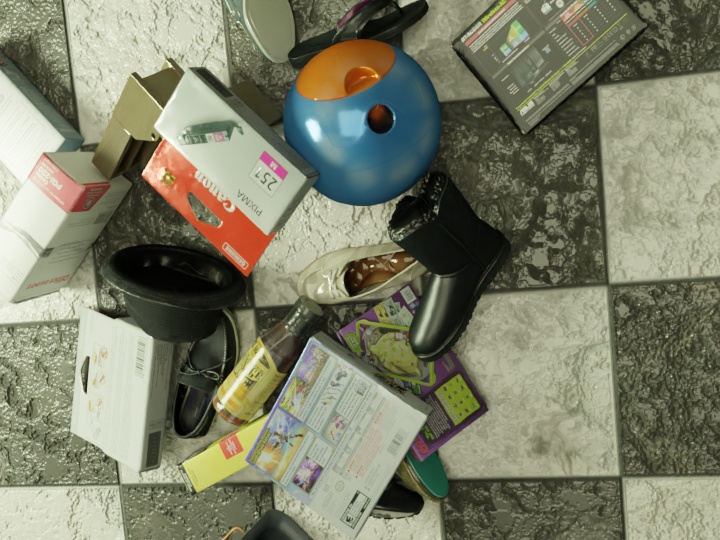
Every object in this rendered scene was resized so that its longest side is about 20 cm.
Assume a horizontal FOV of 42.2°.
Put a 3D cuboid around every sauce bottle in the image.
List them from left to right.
[{"bbox_3d":[-0.126,0.122,1.280,0.066,0.066,0.201,38,103,7],"label":"sauce bottle"}]

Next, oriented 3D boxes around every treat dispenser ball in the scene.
[{"bbox_3d":[0.003,-0.182,1.159,0.196,0.201,0.206,2,97,14],"label":"treat dispenser ball"}]

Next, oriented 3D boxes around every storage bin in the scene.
[{"bbox_3d":[-0.158,0.443,1.282,0.145,0.200,0.135,42,113,6],"label":"storage bin"}]

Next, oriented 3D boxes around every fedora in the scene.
[{"bbox_3d":[-0.256,0.039,1.268,0.197,0.201,0.093,15,112,12],"label":"fedora"}]

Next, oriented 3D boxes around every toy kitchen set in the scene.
[{"bbox_3d":[-0.222,-0.163,1.280,0.200,0.163,0.181,47,132,5],"label":"toy kitchen set"}]

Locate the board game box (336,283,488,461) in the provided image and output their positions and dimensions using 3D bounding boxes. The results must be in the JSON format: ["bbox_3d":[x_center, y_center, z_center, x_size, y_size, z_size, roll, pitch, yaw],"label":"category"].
[{"bbox_3d":[0.070,0.134,1.240,0.119,0.032,0.202,-31,87,-20],"label":"board game box"}]

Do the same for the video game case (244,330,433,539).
[{"bbox_3d":[-0.030,0.213,1.213,0.180,0.045,0.202,32,106,9],"label":"video game case"}]

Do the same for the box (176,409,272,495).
[{"bbox_3d":[-0.159,0.244,1.315,0.198,0.075,0.051,-29,89,16],"label":"box"}]

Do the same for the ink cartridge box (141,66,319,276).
[{"bbox_3d":[-0.172,-0.115,1.134,0.200,0.043,0.174,42,115,7],"label":"ink cartridge box"}]

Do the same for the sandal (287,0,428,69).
[{"bbox_3d":[-0.009,-0.315,1.206,0.197,0.076,0.048,-17,122,16],"label":"sandal"}]

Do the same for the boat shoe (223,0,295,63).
[{"bbox_3d":[-0.151,-0.370,1.260,0.061,0.072,0.203,-16,102,58],"label":"boat shoe"}]

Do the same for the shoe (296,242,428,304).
[{"bbox_3d":[0.000,0.000,1.256,0.196,0.053,0.071,-16,92,15],"label":"shoe"}]

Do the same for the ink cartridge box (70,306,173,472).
[{"bbox_3d":[-0.350,0.168,1.361,0.172,0.043,0.204,17,103,39],"label":"ink cartridge box"}]

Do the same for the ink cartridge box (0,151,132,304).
[{"bbox_3d":[-0.431,-0.063,1.309,0.084,0.146,0.201,37,103,6],"label":"ink cartridge box"}]

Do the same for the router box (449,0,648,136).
[{"bbox_3d":[0.232,-0.290,1.160,0.199,0.062,0.151,-40,87,15],"label":"router box"}]

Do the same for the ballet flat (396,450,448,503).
[{"bbox_3d":[0.048,0.230,1.271,0.070,0.071,0.202,-32,89,15],"label":"ballet flat"}]

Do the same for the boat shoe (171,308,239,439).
[{"bbox_3d":[-0.223,0.148,1.326,0.073,0.062,0.204,19,99,13],"label":"boat shoe"}]

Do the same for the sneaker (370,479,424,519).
[{"bbox_3d":[-0.005,0.277,1.282,0.196,0.076,0.089,13,93,12],"label":"sneaker"}]

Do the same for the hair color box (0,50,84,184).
[{"bbox_3d":[-0.507,-0.224,1.355,0.200,0.061,0.099,46,104,5],"label":"hair color box"}]

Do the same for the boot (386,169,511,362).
[{"bbox_3d":[0.085,-0.005,1.167,0.167,0.076,0.202,36,89,-36],"label":"boot"}]
